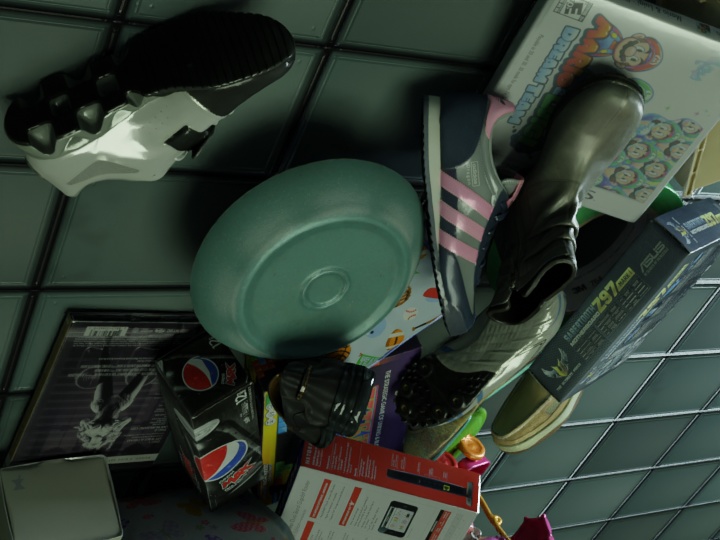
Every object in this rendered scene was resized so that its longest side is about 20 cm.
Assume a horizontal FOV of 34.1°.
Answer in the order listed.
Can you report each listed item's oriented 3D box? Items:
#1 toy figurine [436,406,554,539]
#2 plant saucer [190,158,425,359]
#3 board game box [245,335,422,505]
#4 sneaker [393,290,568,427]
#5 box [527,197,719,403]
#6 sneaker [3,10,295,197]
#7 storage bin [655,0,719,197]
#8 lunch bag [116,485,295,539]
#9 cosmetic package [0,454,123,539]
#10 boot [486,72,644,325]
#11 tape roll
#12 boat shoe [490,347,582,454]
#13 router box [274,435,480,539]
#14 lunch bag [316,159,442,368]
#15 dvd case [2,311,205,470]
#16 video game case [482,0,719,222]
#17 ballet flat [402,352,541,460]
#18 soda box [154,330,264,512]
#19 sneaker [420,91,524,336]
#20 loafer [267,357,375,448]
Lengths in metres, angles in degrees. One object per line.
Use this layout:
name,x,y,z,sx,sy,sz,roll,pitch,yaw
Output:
toy figurine,0.125,0.274,1.278,0.199,0.184,0.151,-15,146,-50
plant saucer,-0.033,0.005,0.915,0.198,0.036,0.201,-16,136,-15
board game box,-0.032,0.141,1.171,0.164,0.057,0.201,-14,141,-18
sneaker,0.117,0.082,1.112,0.200,0.072,0.072,-41,157,15
box,0.262,0.026,1.118,0.157,0.051,0.201,-19,148,-54
sneaker,-0.133,-0.110,0.802,0.198,0.075,0.089,-19,143,2
storage bin,0.354,-0.188,1.017,0.198,0.094,0.200,-19,141,-14
lunch bag,-0.160,0.293,1.127,0.168,0.199,0.129,-6,102,-31
cosmetic package,-0.297,0.266,1.097,0.102,0.088,0.201,-4,142,-28
boot,0.164,-0.048,0.930,0.067,0.132,0.200,18,138,-15
tape roll,0.222,-0.024,1.155,0.199,0.048,0.201,-18,142,-15
boat shoe,0.208,0.108,1.278,0.200,0.071,0.076,-46,128,-12
router box,0.005,0.257,1.176,0.178,0.049,0.201,16,132,-6
lunch bag,0.000,0.000,1.015,0.160,0.076,0.200,-38,142,7
dvd case,-0.219,0.111,1.044,0.148,0.016,0.201,2,132,-37
video game case,0.193,-0.132,0.948,0.180,0.024,0.201,17,137,-13
ballet flat,0.100,0.123,1.217,0.200,0.071,0.071,-43,143,-2
soda box,-0.134,0.141,1.067,0.063,0.071,0.201,-29,151,-19
sneaker,0.093,-0.043,0.943,0.081,0.070,0.202,-5,110,2
loafer,-0.042,0.103,0.989,0.072,0.073,0.200,21,162,-6
